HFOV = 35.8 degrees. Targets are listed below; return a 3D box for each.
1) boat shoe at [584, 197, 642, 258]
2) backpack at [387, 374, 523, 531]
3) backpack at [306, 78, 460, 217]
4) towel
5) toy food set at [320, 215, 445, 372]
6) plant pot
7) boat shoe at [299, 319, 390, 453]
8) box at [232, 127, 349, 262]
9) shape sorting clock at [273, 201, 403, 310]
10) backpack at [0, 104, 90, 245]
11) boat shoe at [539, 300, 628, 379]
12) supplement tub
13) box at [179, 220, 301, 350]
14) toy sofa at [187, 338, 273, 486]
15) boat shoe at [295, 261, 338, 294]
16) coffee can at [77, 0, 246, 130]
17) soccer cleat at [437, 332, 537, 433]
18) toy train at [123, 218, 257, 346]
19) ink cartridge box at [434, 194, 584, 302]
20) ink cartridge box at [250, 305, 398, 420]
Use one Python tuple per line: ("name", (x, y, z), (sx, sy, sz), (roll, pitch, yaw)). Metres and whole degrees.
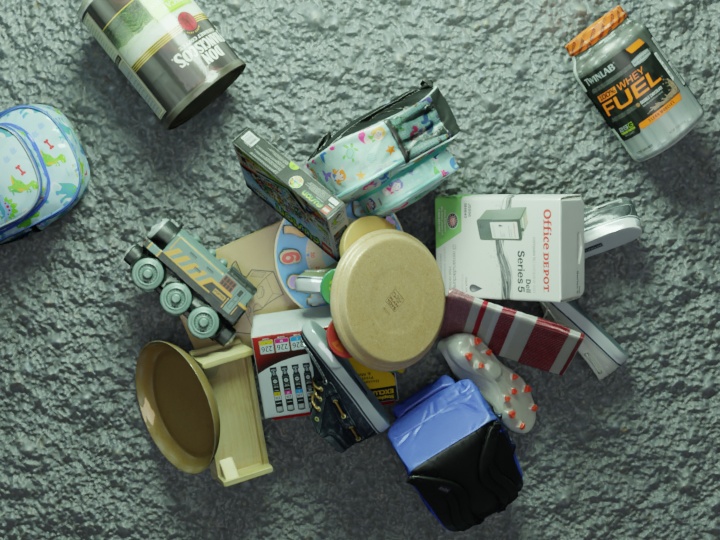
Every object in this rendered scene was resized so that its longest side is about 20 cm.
("boat shoe", (0.311, -0.057, 1.643), (0.198, 0.072, 0.068), (-19, 62, 15))
("backpack", (0.145, 0.265, 1.624), (0.161, 0.168, 0.201), (-28, 128, 4))
("backpack", (0.029, -0.156, 1.558), (0.199, 0.177, 0.152), (-24, 92, -18))
("towel", (0.214, 0.088, 1.608), (0.198, 0.144, 0.023), (18, 65, 6))
("toy food set", (0.033, 0.041, 1.528), (0.199, 0.048, 0.199), (34, 71, -29))
("plant pot", (-0.261, 0.196, 1.618), (0.027, 0.199, 0.202), (-18, 97, -40))
("boat shoe", (-0.046, 0.168, 1.551), (0.090, 0.071, 0.201), (-32, 111, 7))
("box", (-0.094, -0.107, 1.564), (0.035, 0.110, 0.200), (-41, 62, -18))
("shape sorting clock", (-0.029, -0.026, 1.641), (0.198, 0.039, 0.203), (-1, 94, -12))
("backpack", (-0.495, -0.138, 1.582), (0.198, 0.147, 0.185), (-25, 98, -1))
("boat shoe", (0.300, 0.089, 1.658), (0.202, 0.075, 0.086), (42, 104, -11))
("supplement tub", (0.388, -0.268, 1.593), (0.122, 0.123, 0.201), (-37, 95, 3))
("box", (-0.174, 0.040, 1.665), (0.198, 0.021, 0.165), (-24, 96, 1))
("toy sofa", (-0.196, 0.207, 1.650), (0.082, 0.097, 0.202), (-14, 103, -24))
("boat shoe", (0.000, 0.000, 1.603), (0.198, 0.072, 0.063), (-5, 90, -20))
("coffee can", (-0.279, -0.321, 1.566), (0.146, 0.146, 0.201), (-39, 95, 3))
("soccer cleat", (0.192, 0.165, 1.666), (0.200, 0.077, 0.069), (49, 64, -22))
("toy train", (-0.244, 0.017, 1.613), (0.200, 0.085, 0.114), (41, 81, -3))
("ink cartridge box", (0.211, -0.034, 1.586), (0.198, 0.084, 0.147), (2, 96, 33))
("ink cartridge box", (-0.048, 0.147, 1.627), (0.198, 0.084, 0.177), (-8, 111, 0))
